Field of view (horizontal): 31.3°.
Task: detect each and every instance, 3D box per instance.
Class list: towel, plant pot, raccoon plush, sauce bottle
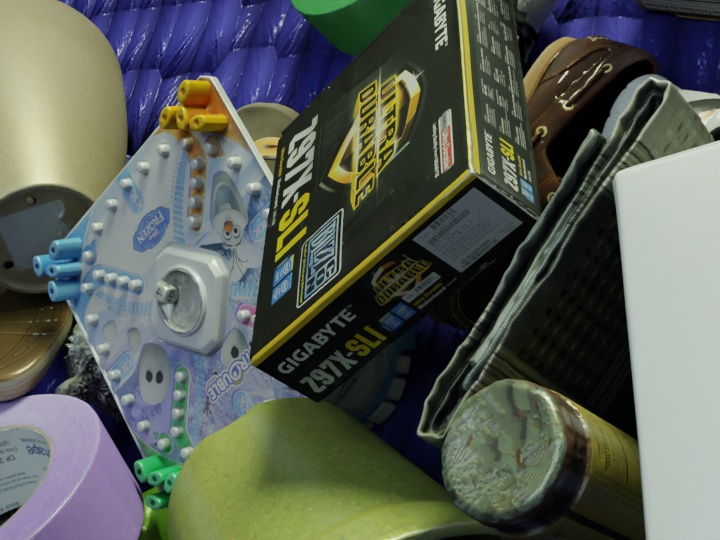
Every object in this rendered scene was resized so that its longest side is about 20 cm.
[{"bbox_3d":[0.121,0.021,0.621,0.035,0.200,0.193,34,90,37],"label":"towel"},{"bbox_3d":[-0.251,-0.079,0.953,0.187,0.187,0.200,-42,40,12],"label":"plant pot"},{"bbox_3d":[-0.013,0.165,0.672,0.201,0.200,0.184,-51,36,4],"label":"plant pot"},{"bbox_3d":[-0.133,0.049,0.861,0.200,0.097,0.134,12,80,57],"label":"raccoon plush"},{"bbox_3d":[0.112,0.107,0.582,0.065,0.200,0.065,-18,57,30],"label":"sauce bottle"}]

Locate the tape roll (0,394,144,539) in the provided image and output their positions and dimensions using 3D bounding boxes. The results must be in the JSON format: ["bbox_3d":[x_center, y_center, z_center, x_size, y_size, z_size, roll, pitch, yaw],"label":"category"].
[{"bbox_3d":[-0.238,0.164,0.796,0.200,0.066,0.200,-20,27,10],"label":"tape roll"}]

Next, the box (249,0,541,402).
[{"bbox_3d":[0.015,-0.051,0.666,0.160,0.049,0.200,-43,28,32],"label":"box"}]

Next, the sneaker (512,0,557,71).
[{"bbox_3d":[0.080,-0.116,0.826,0.088,0.076,0.200,43,101,29],"label":"sneaker"}]

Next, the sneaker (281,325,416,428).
[{"bbox_3d":[0.000,0.000,0.770,0.075,0.087,0.201,14,94,35],"label":"sneaker"}]

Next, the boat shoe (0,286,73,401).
[{"bbox_3d":[-0.244,0.047,0.941,0.072,0.065,0.200,-2,25,-6],"label":"boat shoe"}]

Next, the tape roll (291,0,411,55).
[{"bbox_3d":[0.037,-0.242,0.895,0.200,0.048,0.201,-34,35,28],"label":"tape roll"}]

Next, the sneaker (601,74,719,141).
[{"bbox_3d":[0.155,-0.016,0.703,0.080,0.074,0.201,16,77,40],"label":"sneaker"}]

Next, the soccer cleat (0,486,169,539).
[{"bbox_3d":[-0.204,0.173,0.891,0.199,0.068,0.081,-1,57,31],"label":"soccer cleat"}]

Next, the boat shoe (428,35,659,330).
[{"bbox_3d":[0.106,-0.052,0.760,0.070,0.070,0.200,22,81,47],"label":"boat shoe"}]

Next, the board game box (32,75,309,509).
[{"bbox_3d":[-0.110,0.019,0.785,0.200,0.026,0.200,-43,68,33],"label":"board game box"}]

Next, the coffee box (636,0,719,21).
[{"bbox_3d":[0.173,-0.243,0.721,0.080,0.200,0.115,17,78,41],"label":"coffee box"}]

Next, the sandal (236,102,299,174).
[{"bbox_3d":[-0.058,-0.053,0.898,0.080,0.054,0.200,-38,50,17],"label":"sandal"}]

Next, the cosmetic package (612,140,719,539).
[{"bbox_3d":[0.204,0.071,0.531,0.123,0.200,0.200,-17,58,30],"label":"cosmetic package"}]
